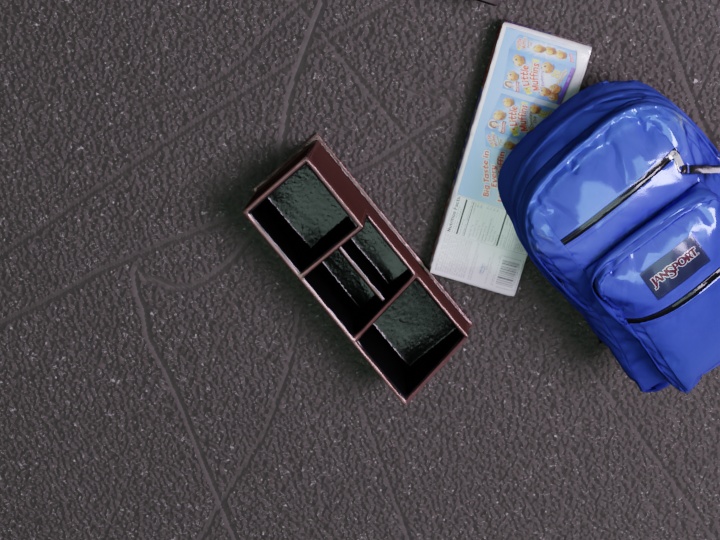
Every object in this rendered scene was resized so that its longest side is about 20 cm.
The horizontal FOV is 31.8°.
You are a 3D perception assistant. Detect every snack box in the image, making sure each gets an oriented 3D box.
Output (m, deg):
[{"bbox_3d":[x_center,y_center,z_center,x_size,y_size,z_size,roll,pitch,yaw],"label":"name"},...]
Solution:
[{"bbox_3d":[0.114,-0.085,0.976,0.071,0.024,0.203,15,106,-1],"label":"snack box"}]

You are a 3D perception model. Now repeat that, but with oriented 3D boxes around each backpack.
[{"bbox_3d":[0.208,-0.032,0.906,0.162,0.168,0.200,-39,108,5],"label":"backpack"}]

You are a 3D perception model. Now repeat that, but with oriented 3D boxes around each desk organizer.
[{"bbox_3d":[0.000,0.000,0.980,0.071,0.077,0.201,-38,100,13],"label":"desk organizer"}]

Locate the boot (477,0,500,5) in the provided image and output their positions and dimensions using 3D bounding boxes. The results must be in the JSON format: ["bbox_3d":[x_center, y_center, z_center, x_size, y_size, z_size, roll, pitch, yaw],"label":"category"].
[{"bbox_3d":[0.050,-0.284,0.910,0.197,0.070,0.148,17,100,-2],"label":"boot"}]
